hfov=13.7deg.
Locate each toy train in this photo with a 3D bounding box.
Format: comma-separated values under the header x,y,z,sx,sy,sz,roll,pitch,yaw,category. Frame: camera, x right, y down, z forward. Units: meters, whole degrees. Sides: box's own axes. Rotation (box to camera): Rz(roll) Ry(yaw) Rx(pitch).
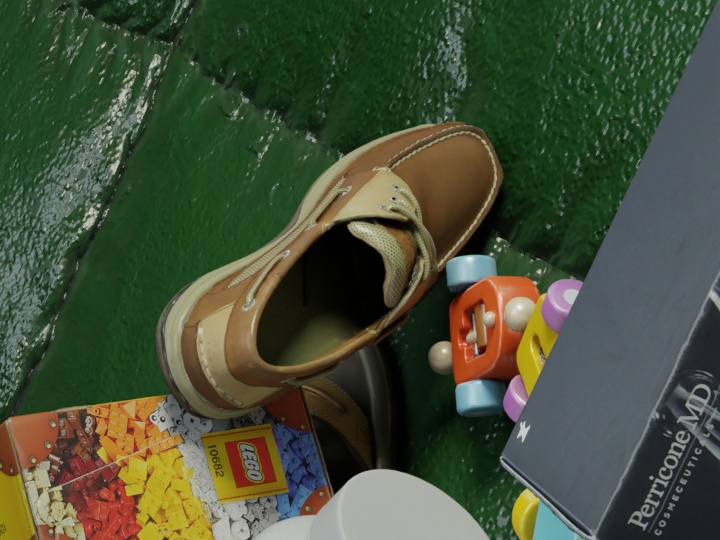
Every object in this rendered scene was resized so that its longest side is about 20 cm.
x,y,z,sx,sy,sz,roll,pitch,yaw,category
0.083,0.080,1.263,0.150,0.055,0.201,135,133,-64,toy train

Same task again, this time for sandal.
x,y,z,sx,sy,sz,roll,pitch,yaw,category
-0.023,0.086,1.377,0.080,0.054,0.201,-37,48,34,sandal

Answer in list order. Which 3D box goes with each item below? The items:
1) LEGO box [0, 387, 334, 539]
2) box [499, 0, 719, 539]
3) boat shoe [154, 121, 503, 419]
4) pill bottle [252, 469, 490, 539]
x,y,z,sx,sy,sz,roll,pitch,yaw,category
-0.125,0.124,1.358,0.200,0.148,0.078,-37,65,53,LEGO box
0.180,0.026,1.048,0.201,0.181,0.104,-65,18,4,box
0.000,0.000,1.310,0.200,0.076,0.074,-41,17,-34,boat shoe
-0.028,0.178,1.274,0.200,0.112,0.113,-50,41,33,pill bottle
